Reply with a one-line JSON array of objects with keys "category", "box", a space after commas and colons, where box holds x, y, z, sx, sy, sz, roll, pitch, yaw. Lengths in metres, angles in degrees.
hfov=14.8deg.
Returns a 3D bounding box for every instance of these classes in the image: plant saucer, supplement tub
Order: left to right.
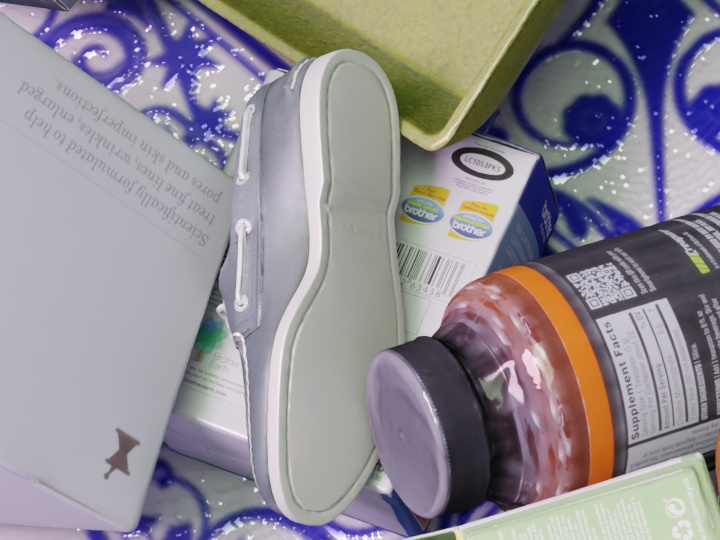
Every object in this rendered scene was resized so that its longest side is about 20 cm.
[{"category": "plant saucer", "box": [0.043, -0.165, 1.239, 0.200, 0.048, 0.200, 36, 95, 45]}, {"category": "supplement tub", "box": [0.105, 0.040, 1.142, 0.199, 0.107, 0.107, -16, 64, -21]}]

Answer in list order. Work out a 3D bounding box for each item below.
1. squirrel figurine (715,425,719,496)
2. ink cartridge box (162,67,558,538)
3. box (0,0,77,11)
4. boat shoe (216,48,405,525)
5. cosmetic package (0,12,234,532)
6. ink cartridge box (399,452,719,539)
[{"category": "squirrel figurine", "box": [0.237, 0.059, 1.050, 0.186, 0.142, 0.200, 17, 71, 23]}, {"category": "ink cartridge box", "box": [0.000, 0.000, 1.228, 0.136, 0.076, 0.201, 19, 75, 17]}, {"category": "box", "box": [-0.130, -0.216, 1.311, 0.200, 0.051, 0.158, -54, 29, -12]}, {"category": "boat shoe", "box": [-0.025, 0.008, 1.161, 0.062, 0.073, 0.201, -8, 73, 42]}, {"category": "cosmetic package", "box": [-0.190, 0.004, 1.175, 0.200, 0.165, 0.166, -1, 64, 41]}, {"category": "ink cartridge box", "box": [0.053, 0.137, 1.124, 0.199, 0.146, 0.048, -17, 69, 4]}]
